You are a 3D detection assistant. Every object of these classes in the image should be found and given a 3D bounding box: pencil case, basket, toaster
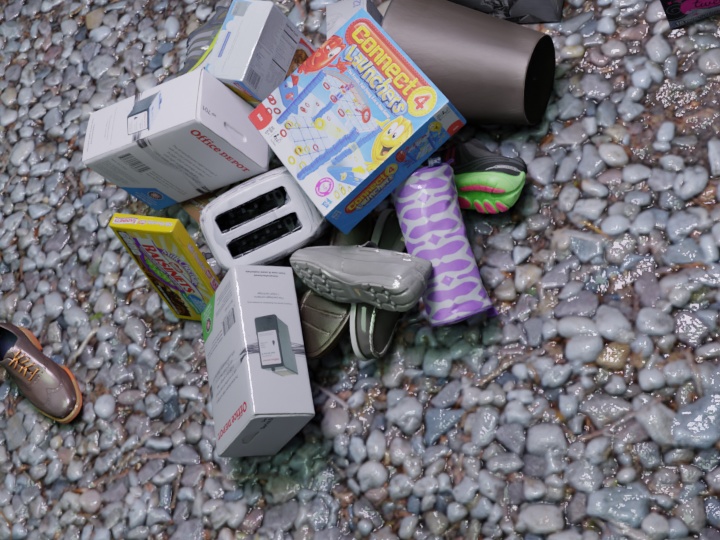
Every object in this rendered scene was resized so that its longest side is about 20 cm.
[{"bbox_3d":[0.097,-0.032,1.496,0.084,0.085,0.201,-16,88,60],"label":"pencil case"},{"bbox_3d":[0.134,-0.257,1.577,0.199,0.136,0.181,13,99,25],"label":"basket"},{"bbox_3d":[-0.128,-0.063,1.596,0.199,0.129,0.114,-23,93,1],"label":"toaster"}]

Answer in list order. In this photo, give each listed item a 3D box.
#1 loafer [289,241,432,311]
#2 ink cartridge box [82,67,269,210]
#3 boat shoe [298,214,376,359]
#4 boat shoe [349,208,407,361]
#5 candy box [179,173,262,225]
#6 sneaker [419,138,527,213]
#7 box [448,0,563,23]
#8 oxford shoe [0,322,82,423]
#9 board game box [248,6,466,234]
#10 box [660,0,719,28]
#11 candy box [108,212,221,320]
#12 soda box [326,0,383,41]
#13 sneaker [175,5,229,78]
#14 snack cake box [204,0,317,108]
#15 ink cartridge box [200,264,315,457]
[{"bbox_3d":[0.000,0.000,1.498,0.199,0.070,0.070,14,53,38],"label":"loafer"},{"bbox_3d":[-0.238,-0.167,1.631,0.199,0.146,0.086,-17,57,30],"label":"ink cartridge box"},{"bbox_3d":[-0.021,0.025,1.579,0.072,0.068,0.201,19,77,23],"label":"boat shoe"},{"bbox_3d":[0.039,0.016,1.548,0.060,0.072,0.203,2,67,32],"label":"boat shoe"},{"bbox_3d":[-0.201,-0.125,1.733,0.116,0.055,0.200,-48,58,3],"label":"candy box"},{"bbox_3d":[0.124,-0.123,1.574,0.199,0.077,0.084,16,49,34],"label":"sneaker"},{"bbox_3d":[0.156,-0.385,1.577,0.158,0.200,0.049,4,68,26],"label":"box"},{"bbox_3d":[-0.464,0.142,1.746,0.200,0.073,0.071,37,88,32],"label":"oxford shoe"},{"bbox_3d":[-0.008,-0.181,1.490,0.196,0.056,0.200,-43,56,7],"label":"board game box"},{"bbox_3d":[0.444,-0.398,1.488,0.199,0.115,0.133,-16,63,20],"label":"box"},{"bbox_3d":[-0.238,0.000,1.618,0.102,0.200,0.026,4,54,27],"label":"candy box"},{"bbox_3d":[-0.004,-0.267,1.686,0.063,0.068,0.201,-11,66,22],"label":"soda box"},{"bbox_3d":[-0.228,-0.302,1.818,0.081,0.074,0.200,32,79,39],"label":"sneaker"},{"bbox_3d":[-0.114,-0.260,1.659,0.067,0.200,0.116,13,76,30],"label":"snack cake box"},{"bbox_3d":[-0.131,0.115,1.547,0.146,0.084,0.201,131,135,-53],"label":"ink cartridge box"}]
